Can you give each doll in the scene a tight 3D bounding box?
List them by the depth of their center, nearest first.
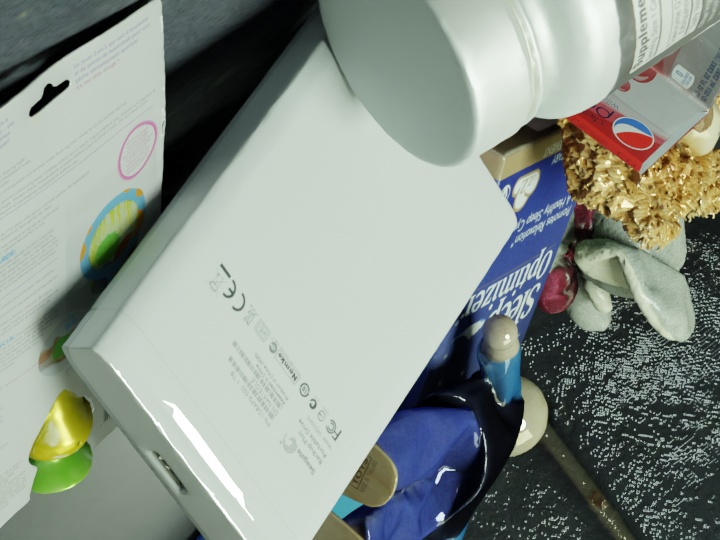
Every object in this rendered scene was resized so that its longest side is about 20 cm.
[{"bbox_3d":[0.039,0.081,1.181,0.200,0.048,0.137,-16,128,-62],"label":"doll"}]

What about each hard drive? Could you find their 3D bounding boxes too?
[{"bbox_3d":[-0.021,0.004,1.008,0.027,0.132,0.200,-1,-136,44],"label":"hard drive"}]

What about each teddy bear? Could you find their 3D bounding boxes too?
[{"bbox_3d":[0.146,-0.088,1.218,0.066,0.146,0.200,-4,-174,20],"label":"teddy bear"}]

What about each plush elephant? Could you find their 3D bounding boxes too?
[{"bbox_3d":[0.104,-0.021,1.397,0.200,0.154,0.165,126,-17,-49],"label":"plush elephant"}]

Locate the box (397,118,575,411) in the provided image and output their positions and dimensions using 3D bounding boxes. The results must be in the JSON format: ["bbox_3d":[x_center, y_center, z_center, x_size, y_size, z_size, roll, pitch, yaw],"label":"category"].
[{"bbox_3d":[0.052,0.015,1.241,0.121,0.032,0.201,-27,143,-57],"label":"box"}]

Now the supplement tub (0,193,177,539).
[{"bbox_3d":[-0.102,0.041,1.140,0.200,0.107,0.107,-44,171,8],"label":"supplement tub"}]

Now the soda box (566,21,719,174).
[{"bbox_3d":[0.149,-0.141,1.136,0.200,0.070,0.063,-57,-174,-34],"label":"soda box"}]

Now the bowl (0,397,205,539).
[{"bbox_3d":[-0.128,0.081,1.067,0.200,0.201,0.039,-37,-149,1],"label":"bowl"}]

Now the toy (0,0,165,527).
[{"bbox_3d":[-0.123,0.000,0.947,0.115,0.047,0.201,-41,147,-37],"label":"toy"}]

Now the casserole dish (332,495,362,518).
[{"bbox_3d":[-0.046,0.135,1.262,0.201,0.039,0.121,-64,158,1],"label":"casserole dish"}]

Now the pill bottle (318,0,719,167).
[{"bbox_3d":[0.088,-0.130,1.003,0.199,0.113,0.113,-33,171,-23],"label":"pill bottle"}]
